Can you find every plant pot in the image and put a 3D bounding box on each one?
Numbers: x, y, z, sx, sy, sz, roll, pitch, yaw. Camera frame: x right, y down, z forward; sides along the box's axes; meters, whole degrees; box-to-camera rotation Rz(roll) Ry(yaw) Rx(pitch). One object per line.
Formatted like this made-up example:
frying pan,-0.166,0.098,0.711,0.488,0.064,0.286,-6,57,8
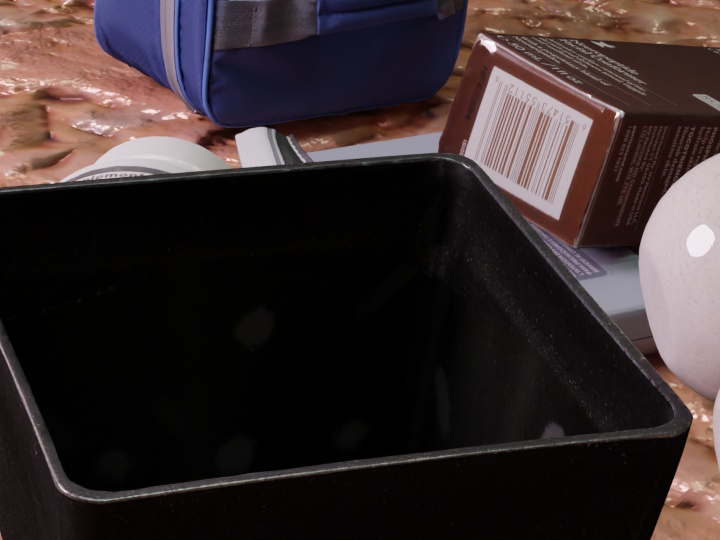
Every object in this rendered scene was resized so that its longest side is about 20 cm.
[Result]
plant pot,-0.027,0.088,0.854,0.199,0.178,0.200,-6,28,-19

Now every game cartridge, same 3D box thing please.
game cartridge,0.047,-0.007,1.200,0.133,0.041,0.200,-6,29,-27

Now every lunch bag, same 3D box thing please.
lunch bag,-0.028,-0.156,1.363,0.199,0.136,0.132,-13,33,-33

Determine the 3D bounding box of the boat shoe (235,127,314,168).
boat shoe,0.000,0.000,1.107,0.066,0.070,0.200,-21,41,-5

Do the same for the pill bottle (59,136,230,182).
pill bottle,-0.098,0.021,1.039,0.110,0.111,0.200,7,27,4

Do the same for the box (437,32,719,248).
box,0.145,-0.063,1.233,0.200,0.075,0.100,-1,26,-47

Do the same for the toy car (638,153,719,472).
toy car,0.186,0.043,0.766,0.174,0.150,0.200,-11,35,-4
